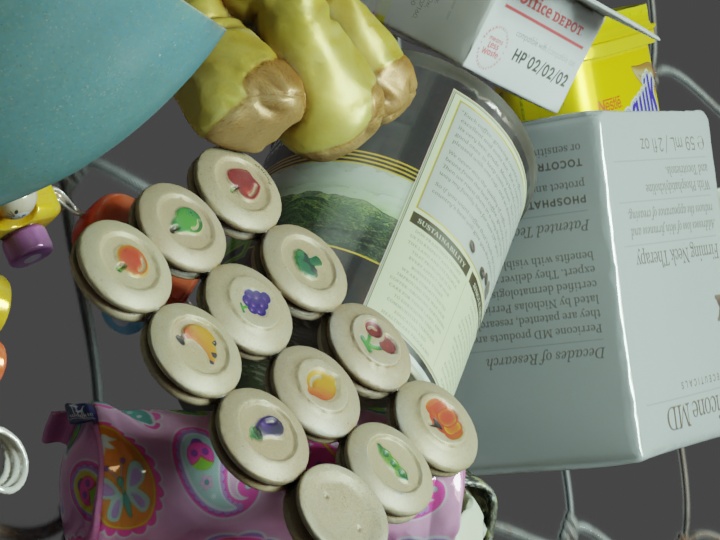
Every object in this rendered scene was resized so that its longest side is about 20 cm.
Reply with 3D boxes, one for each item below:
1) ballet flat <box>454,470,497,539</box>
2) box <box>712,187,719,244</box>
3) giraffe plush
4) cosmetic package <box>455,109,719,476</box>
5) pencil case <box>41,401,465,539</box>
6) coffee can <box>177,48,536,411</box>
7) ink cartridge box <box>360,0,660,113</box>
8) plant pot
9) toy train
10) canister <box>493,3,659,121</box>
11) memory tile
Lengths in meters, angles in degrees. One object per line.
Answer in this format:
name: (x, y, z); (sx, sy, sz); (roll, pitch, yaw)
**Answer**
ballet flat: (0.014, 0.169, 1.373); (0.200, 0.072, 0.072); (-52, 127, -41)
box: (0.263, -0.015, 1.751); (0.200, 0.095, 0.078); (40, 42, -87)
giraffe plush: (-0.033, -0.175, 1.334); (0.200, 0.162, 0.173); (43, 30, 6)
cosmetic package: (0.116, 0.013, 1.619); (0.167, 0.166, 0.201); (-7, 89, -60)
pencil case: (-0.051, 0.102, 1.306); (0.199, 0.087, 0.088); (3, 77, -19)
coffee can: (0.000, 0.000, 1.443); (0.147, 0.146, 0.200); (59, 37, -33)
ink cartridge box: (0.056, -0.152, 1.525); (0.115, 0.200, 0.068); (19, 99, -56)
plant pot: (-0.177, -0.103, 1.160); (0.135, 0.200, 0.200); (-57, 143, 2)
toy train: (-0.143, 0.004, 1.238); (0.150, 0.056, 0.200); (45, 41, -7)
canister: (0.151, -0.067, 1.778); (0.148, 0.086, 0.201); (-22, 103, -62)
memory tile: (-0.036, 0.037, 1.257); (0.200, 0.017, 0.153); (50, 37, 3)
